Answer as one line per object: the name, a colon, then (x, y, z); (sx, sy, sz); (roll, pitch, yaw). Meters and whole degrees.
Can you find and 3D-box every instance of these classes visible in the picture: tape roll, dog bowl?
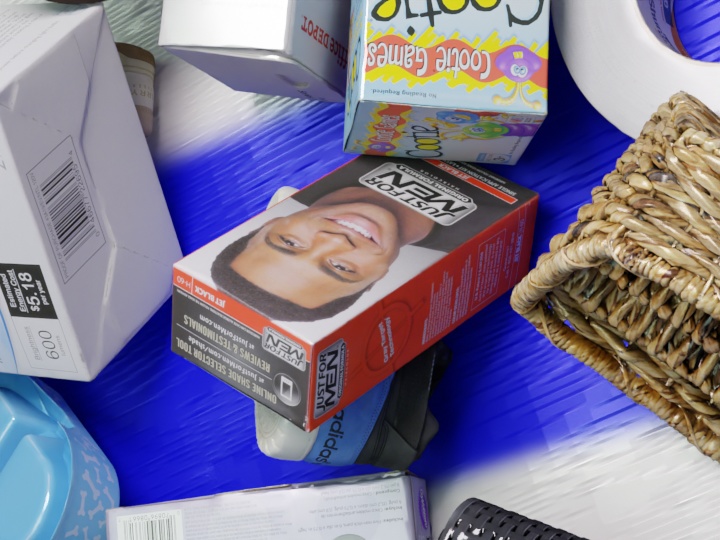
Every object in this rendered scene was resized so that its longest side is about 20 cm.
tape roll: (0.205, -0.155, 1.014); (0.199, 0.066, 0.202); (-4, 83, 30)
dog bowl: (-0.214, 0.130, 1.187); (0.112, 0.049, 0.200); (-57, 39, 6)

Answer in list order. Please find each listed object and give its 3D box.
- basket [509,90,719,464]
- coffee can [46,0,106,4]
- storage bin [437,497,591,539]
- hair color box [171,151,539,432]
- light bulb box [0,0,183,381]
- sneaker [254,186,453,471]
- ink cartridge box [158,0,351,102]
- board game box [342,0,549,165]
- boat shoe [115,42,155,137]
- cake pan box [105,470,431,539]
basket: (0.188, 0.033, 0.919); (0.200, 0.143, 0.149); (37, 104, -4)
coffee can: (-0.198, -0.259, 1.163); (0.147, 0.146, 0.200); (-62, 31, 9)
storage bin: (0.070, 0.236, 0.970); (0.093, 0.135, 0.201); (15, 69, 30)
hair color box: (0.000, 0.000, 1.035); (0.101, 0.200, 0.062); (27, 131, 28)
light bulb box: (-0.240, -0.051, 1.170); (0.199, 0.125, 0.199); (3, 123, 30)
sneaker: (-0.006, 0.036, 1.112); (0.201, 0.111, 0.077); (-99, 28, -48)
ink cartridge box: (-0.050, -0.211, 1.113); (0.084, 0.146, 0.202); (5, 85, 15)
board game box: (0.049, -0.172, 1.051); (0.102, 0.105, 0.202); (4, 78, -5)
boat shoe: (-0.225, -0.101, 1.250); (0.199, 0.072, 0.065); (-8, 79, 23)
cake pan box: (-0.052, 0.220, 1.095); (0.199, 0.052, 0.186); (-10, 77, 13)
